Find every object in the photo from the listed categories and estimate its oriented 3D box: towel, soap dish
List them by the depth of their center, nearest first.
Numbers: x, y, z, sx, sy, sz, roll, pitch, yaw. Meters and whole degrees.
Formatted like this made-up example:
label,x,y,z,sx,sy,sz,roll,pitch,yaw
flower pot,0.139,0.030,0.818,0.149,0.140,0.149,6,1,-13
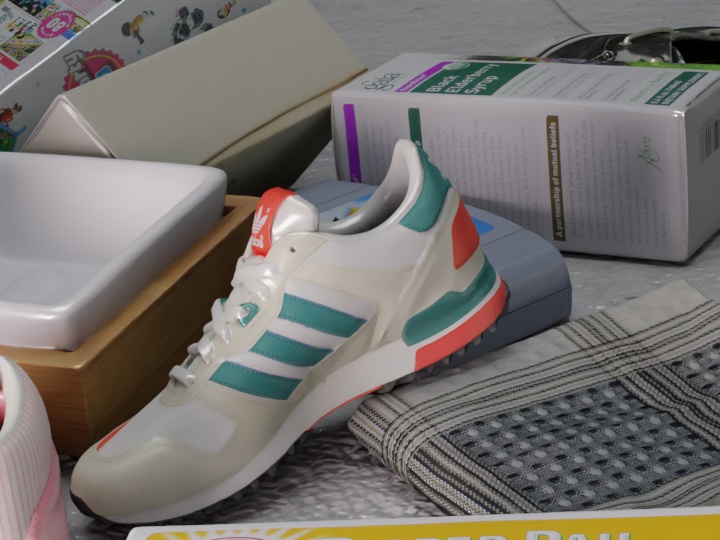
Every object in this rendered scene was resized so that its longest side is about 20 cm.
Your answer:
label,x,y,z,sx,sy,sz,roll,pitch,yaw
towel,0.122,0.060,0.732,0.199,0.035,0.192,-15,22,-22
soap dish,-0.160,0.012,0.865,0.199,0.082,0.157,4,30,27

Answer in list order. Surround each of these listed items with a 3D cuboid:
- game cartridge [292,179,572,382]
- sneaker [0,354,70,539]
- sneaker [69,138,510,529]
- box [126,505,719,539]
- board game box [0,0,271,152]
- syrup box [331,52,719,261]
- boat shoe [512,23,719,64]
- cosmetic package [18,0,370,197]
label,x,y,z,sx,sy,sz,roll,pitch,yaw
game cartridge,0.000,0.000,0.928,0.133,0.041,0.199,-18,23,-35
sneaker,-0.151,0.065,0.713,0.075,0.105,0.200,-15,21,-16
sneaker,-0.039,0.020,0.762,0.199,0.094,0.070,-30,21,-15
box,0.029,0.131,0.482,0.199,0.102,0.113,-4,21,9
board game box,-0.172,-0.134,1.069,0.200,0.064,0.147,-40,41,-15
syrup box,0.089,-0.062,0.994,0.199,0.082,0.079,7,24,30
boat shoe,0.159,-0.107,1.091,0.199,0.071,0.064,-19,14,-32
cosmetic package,-0.092,-0.067,1.015,0.200,0.073,0.104,-34,-10,-48
